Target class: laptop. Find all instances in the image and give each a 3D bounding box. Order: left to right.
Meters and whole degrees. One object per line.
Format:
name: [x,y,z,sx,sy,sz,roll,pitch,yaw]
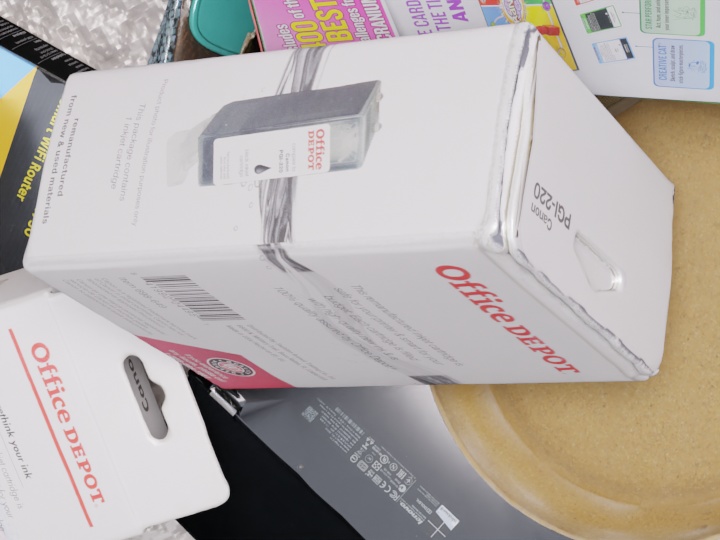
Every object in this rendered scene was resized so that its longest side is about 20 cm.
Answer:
laptop: [0.016,0.088,0.925,0.187,0.116,0.200,42,93,5]

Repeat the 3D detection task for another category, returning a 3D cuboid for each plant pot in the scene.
plant pot: [0.115,0.009,0.808,0.199,0.027,0.202,-4,83,30]

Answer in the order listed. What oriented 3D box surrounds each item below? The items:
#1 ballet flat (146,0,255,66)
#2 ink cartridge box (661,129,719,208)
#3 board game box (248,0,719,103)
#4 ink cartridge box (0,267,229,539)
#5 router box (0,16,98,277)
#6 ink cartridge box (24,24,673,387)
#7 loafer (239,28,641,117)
ballet flat: [-0.070,-0.093,0.892,0.074,0.074,0.201,22,90,3]
ink cartridge box: [0.201,0.019,0.869,0.145,0.085,0.200,-35,99,20]
board game box: [0.053,-0.123,0.700,0.198,0.041,0.153,5,147,12]
ink cartridge box: [-0.157,0.067,0.904,0.198,0.068,0.117,-16,104,16]
router box: [-0.209,-0.027,0.949,0.148,0.051,0.201,28,108,1]
ink cartridge box: [0.000,-0.017,0.765,0.199,0.146,0.086,-1,69,30]
loafer: [0.037,-0.086,0.809,0.199,0.067,0.077,-16,76,25]
